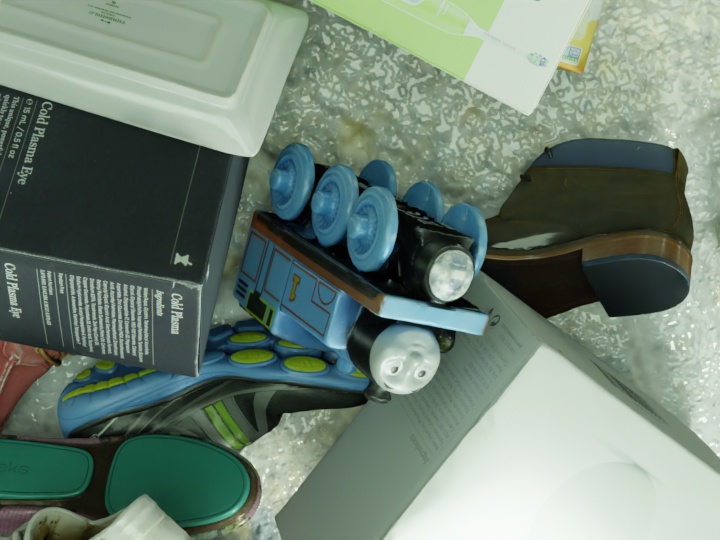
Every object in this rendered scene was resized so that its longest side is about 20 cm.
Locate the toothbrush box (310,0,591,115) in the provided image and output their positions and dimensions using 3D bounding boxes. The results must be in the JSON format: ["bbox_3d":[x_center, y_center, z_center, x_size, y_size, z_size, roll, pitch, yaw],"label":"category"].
[{"bbox_3d":[0.040,-0.197,0.897,0.199,0.086,0.146,27,99,2],"label":"toothbrush box"}]

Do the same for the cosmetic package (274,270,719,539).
[{"bbox_3d":[0.092,0.146,0.945,0.199,0.123,0.200,36,97,-24],"label":"cosmetic package"}]

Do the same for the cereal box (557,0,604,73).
[{"bbox_3d":[0.091,-0.232,0.952,0.143,0.040,0.202,15,99,0],"label":"cereal box"}]

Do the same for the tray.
[{"bbox_3d":[-0.135,-0.134,0.875,0.198,0.022,0.108,17,57,3],"label":"tray"}]

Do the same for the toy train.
[{"bbox_3d":[0.000,0.000,0.918,0.086,0.200,0.115,9,103,-29],"label":"toy train"}]

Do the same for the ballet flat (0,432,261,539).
[{"bbox_3d":[-0.147,0.135,0.960,0.198,0.070,0.071,0,143,14],"label":"ballet flat"}]

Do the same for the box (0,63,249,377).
[{"bbox_3d":[-0.157,-0.063,0.903,0.180,0.104,0.201,11,59,1],"label":"box"}]

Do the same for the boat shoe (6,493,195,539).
[{"bbox_3d":[-0.164,0.164,0.902,0.199,0.071,0.070,-22,105,49],"label":"boat shoe"}]

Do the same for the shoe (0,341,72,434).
[{"bbox_3d":[-0.187,0.033,0.984,0.090,0.071,0.202,20,94,4],"label":"shoe"}]

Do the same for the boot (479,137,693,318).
[{"bbox_3d":[0.107,-0.025,0.980,0.198,0.097,0.075,0,143,23],"label":"boot"}]

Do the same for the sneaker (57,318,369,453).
[{"bbox_3d":[-0.086,0.084,1.000,0.198,0.071,0.083,-13,117,2],"label":"sneaker"}]

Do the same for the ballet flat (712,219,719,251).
[{"bbox_3d":[0.273,0.047,0.980,0.071,0.072,0.201,-29,98,6],"label":"ballet flat"}]
